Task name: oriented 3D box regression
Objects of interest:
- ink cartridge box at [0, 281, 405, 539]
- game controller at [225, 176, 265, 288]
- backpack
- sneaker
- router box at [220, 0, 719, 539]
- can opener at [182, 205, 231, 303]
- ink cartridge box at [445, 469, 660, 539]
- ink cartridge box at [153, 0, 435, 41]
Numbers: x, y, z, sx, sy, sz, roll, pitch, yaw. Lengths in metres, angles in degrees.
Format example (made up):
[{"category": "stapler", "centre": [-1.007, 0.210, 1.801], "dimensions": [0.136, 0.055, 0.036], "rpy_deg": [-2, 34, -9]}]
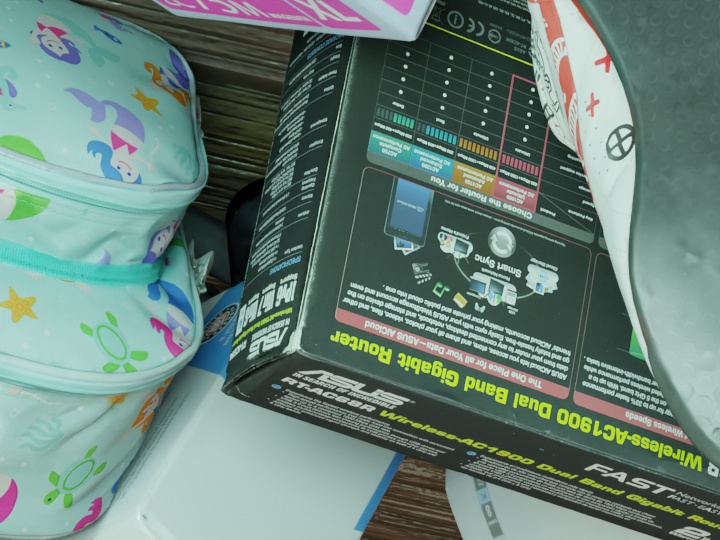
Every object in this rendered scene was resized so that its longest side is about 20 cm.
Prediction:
[{"category": "ink cartridge box", "centre": [-0.087, 0.096, 0.987], "dimensions": [0.200, 0.145, 0.084], "rpy_deg": [-26, 114, 43]}, {"category": "game controller", "centre": [0.000, 0.000, 1.046], "dimensions": [0.104, 0.042, 0.200], "rpy_deg": [-2, 158, -2]}, {"category": "backpack", "centre": [-0.138, -0.011, 0.881], "dimensions": [0.177, 0.200, 0.151], "rpy_deg": [20, 124, -22]}, {"category": "sneaker", "centre": [0.096, -0.027, 0.754], "dimensions": [0.067, 0.202, 0.108], "rpy_deg": [-19, 162, 2]}, {"category": "router box", "centre": [0.065, -0.006, 0.866], "dimensions": [0.199, 0.150, 0.062], "rpy_deg": [20, 157, -21]}, {"category": "can opener", "centre": [-0.125, -0.032, 1.049], "dimensions": [0.200, 0.053, 0.066], "rpy_deg": [28, -172, -34]}, {"category": "ink cartridge box", "centre": [0.083, 0.091, 0.977], "dimensions": [0.047, 0.201, 0.160], "rpy_deg": [17, 155, -23]}, {"category": "ink cartridge box", "centre": [-0.079, -0.128, 0.745], "dimensions": [0.119, 0.042, 0.200], "rpy_deg": [12, 164, 47]}]
